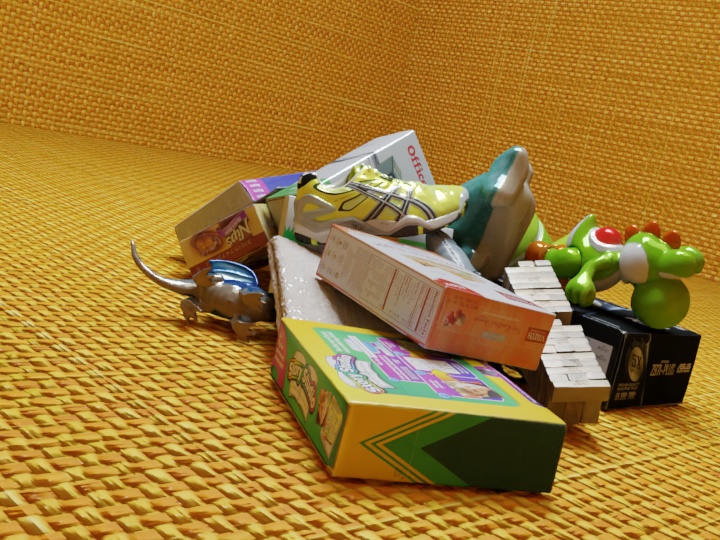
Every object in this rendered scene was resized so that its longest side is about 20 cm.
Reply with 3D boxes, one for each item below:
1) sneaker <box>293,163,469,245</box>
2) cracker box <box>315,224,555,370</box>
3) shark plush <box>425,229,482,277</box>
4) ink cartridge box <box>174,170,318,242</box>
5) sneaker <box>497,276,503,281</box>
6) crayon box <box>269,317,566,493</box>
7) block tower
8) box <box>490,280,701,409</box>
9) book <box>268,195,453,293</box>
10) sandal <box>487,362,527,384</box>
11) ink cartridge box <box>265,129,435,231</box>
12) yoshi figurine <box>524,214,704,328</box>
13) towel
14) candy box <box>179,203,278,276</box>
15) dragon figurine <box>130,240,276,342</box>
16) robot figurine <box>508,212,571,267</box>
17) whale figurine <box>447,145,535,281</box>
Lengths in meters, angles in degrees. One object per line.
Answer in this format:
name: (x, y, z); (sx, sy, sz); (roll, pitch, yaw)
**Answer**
sneaker: (0.025, -0.076, 0.957); (0.197, 0.078, 0.075); (-9, 12, -17)
cracker box: (0.064, 0.021, 0.830); (0.133, 0.058, 0.199); (14, 10, -35)
shark plush: (0.107, 0.033, 0.914); (0.089, 0.084, 0.201); (-7, 30, -5)
ink cartridge box: (-0.119, -0.096, 1.210); (0.199, 0.044, 0.195); (-28, -7, 36)
sneaker: (0.095, 0.042, 1.118); (0.196, 0.082, 0.115); (6, 12, 3)
crayon box: (0.034, 0.101, 0.703); (0.170, 0.059, 0.200); (8, 10, -20)
block tower: (0.183, 0.069, 0.879); (0.053, 0.059, 0.201); (-2, 33, -5)
box: (0.259, 0.082, 1.041); (0.162, 0.087, 0.199); (6, 11, -41)
book: (0.000, 0.000, 1.016); (0.197, 0.136, 0.048); (9, 1, -17)
sandal: (0.164, 0.083, 0.961); (0.079, 0.058, 0.200); (-21, 33, -27)
ink cartridge box: (0.004, -0.066, 1.104); (0.199, 0.148, 0.084); (-34, 18, -33)
yoshi figurine: (0.280, 0.016, 0.989); (0.198, 0.113, 0.112); (2, -42, 49)
towel: (-0.026, 0.034, 0.880); (0.131, 0.035, 0.201); (22, 23, -21)
candy box: (-0.133, -0.041, 1.162); (0.115, 0.057, 0.200); (-24, -2, 18)
dragon figurine: (-0.137, 0.024, 0.914); (0.197, 0.060, 0.099); (18, 7, 1)
robot figurine: (0.208, -0.011, 1.216); (0.174, 0.116, 0.201); (-4, -46, 41)
whale figurine: (0.145, -0.073, 1.048); (0.103, 0.160, 0.201); (27, -19, 15)
